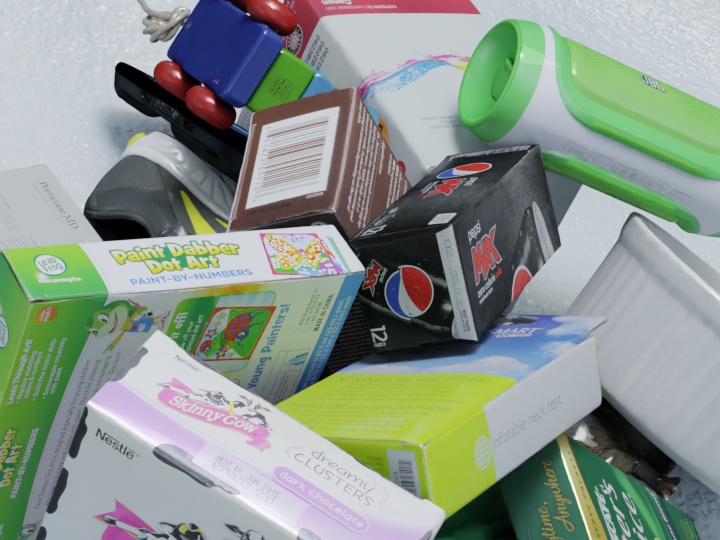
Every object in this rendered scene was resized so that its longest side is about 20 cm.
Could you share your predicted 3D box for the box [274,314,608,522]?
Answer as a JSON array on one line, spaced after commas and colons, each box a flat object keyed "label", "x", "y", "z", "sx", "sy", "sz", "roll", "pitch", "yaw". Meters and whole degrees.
[{"label": "box", "x": 0.038, "y": 0.073, "z": 1.052, "sx": 0.121, "sy": 0.048, "sz": 0.200, "roll": 0, "pitch": 15, "yaw": 35}]

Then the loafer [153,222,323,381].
[{"label": "loafer", "x": -0.061, "y": 0.036, "z": 1.185, "sx": 0.200, "sy": 0.070, "sz": 0.068, "roll": 35, "pitch": 13, "yaw": -42}]

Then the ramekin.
[{"label": "ramekin", "x": 0.221, "y": 0.063, "z": 1.289, "sx": 0.200, "sy": 0.098, "sz": 0.201, "roll": 39, "pitch": 9, "yaw": -7}]

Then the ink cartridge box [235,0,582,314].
[{"label": "ink cartridge box", "x": 0.031, "y": -0.082, "z": 1.371, "sx": 0.144, "sy": 0.146, "sz": 0.200, "roll": -4, "pitch": 45, "yaw": -35}]

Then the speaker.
[{"label": "speaker", "x": 0.164, "y": -0.088, "z": 1.275, "sx": 0.199, "sy": 0.089, "sz": 0.089, "roll": 21, "pitch": 36, "yaw": -23}]

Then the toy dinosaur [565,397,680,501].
[{"label": "toy dinosaur", "x": 0.147, "y": 0.108, "z": 1.270, "sx": 0.102, "sy": 0.077, "sz": 0.200, "roll": 37, "pitch": 41, "yaw": -5}]

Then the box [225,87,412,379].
[{"label": "box", "x": 0.000, "y": 0.000, "z": 1.181, "sx": 0.074, "sy": 0.200, "sz": 0.101, "roll": -12, "pitch": 44, "yaw": 23}]

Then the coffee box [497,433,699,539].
[{"label": "coffee box", "x": 0.150, "y": 0.173, "z": 1.122, "sx": 0.200, "sy": 0.044, "sz": 0.124, "roll": 35, "pitch": 32, "yaw": -51}]

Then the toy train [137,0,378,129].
[{"label": "toy train", "x": -0.069, "y": -0.130, "z": 1.295, "sx": 0.115, "sy": 0.085, "sz": 0.200, "roll": 33, "pitch": 3, "yaw": -28}]

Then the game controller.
[{"label": "game controller", "x": -0.090, "y": -0.089, "z": 1.329, "sx": 0.104, "sy": 0.042, "sz": 0.200, "roll": 38, "pitch": -3, "yaw": -40}]

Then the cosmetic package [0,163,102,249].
[{"label": "cosmetic package", "x": -0.206, "y": 0.028, "z": 1.183, "sx": 0.150, "sy": 0.052, "sz": 0.200, "roll": -14, "pitch": 52, "yaw": -38}]

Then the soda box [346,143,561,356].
[{"label": "soda box", "x": 0.058, "y": -0.015, "z": 1.149, "sx": 0.063, "sy": 0.071, "sz": 0.200, "roll": -9, "pitch": 13, "yaw": 22}]

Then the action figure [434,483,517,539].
[{"label": "action figure", "x": 0.052, "y": 0.129, "z": 1.109, "sx": 0.200, "sy": 0.055, "sz": 0.119, "roll": -12, "pitch": 76, "yaw": -56}]

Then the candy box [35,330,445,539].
[{"label": "candy box", "x": -0.075, "y": 0.157, "z": 0.980, "sx": 0.167, "sy": 0.201, "sz": 0.072, "roll": 31, "pitch": 37, "yaw": 9}]

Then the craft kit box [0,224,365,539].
[{"label": "craft kit box", "x": -0.117, "y": 0.069, "z": 1.063, "sx": 0.196, "sy": 0.201, "sz": 0.049, "roll": -7, "pitch": 46, "yaw": -37}]

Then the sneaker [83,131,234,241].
[{"label": "sneaker", "x": -0.092, "y": 0.000, "z": 1.280, "sx": 0.200, "sy": 0.075, "sz": 0.085, "roll": 37, "pitch": 58, "yaw": 13}]
